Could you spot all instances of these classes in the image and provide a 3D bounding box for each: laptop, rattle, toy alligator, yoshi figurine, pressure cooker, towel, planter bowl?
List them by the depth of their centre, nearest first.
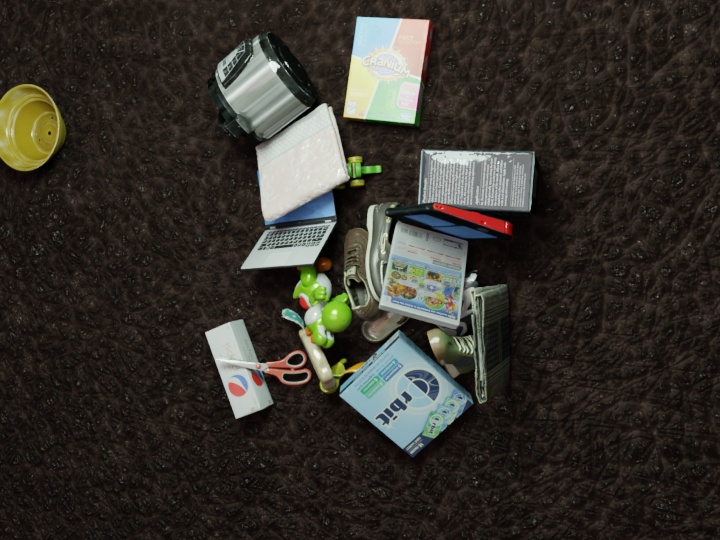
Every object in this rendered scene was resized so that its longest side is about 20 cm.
[{"bbox_3d":[0.234,0.124,1.181,0.034,0.200,0.193,-1,92,25],"label":"towel"},{"bbox_3d":[-0.066,0.052,1.300,0.112,0.112,0.200,-2,60,-19],"label":"yoshi figurine"},{"bbox_3d":[-0.125,-0.218,1.323,0.200,0.032,0.191,-25,61,24],"label":"towel"},{"bbox_3d":[-0.211,-0.356,1.327,0.200,0.176,0.179,-33,83,18],"label":"pressure cooker"},{"bbox_3d":[-0.155,-0.112,1.328,0.187,0.200,0.116,-4,132,32],"label":"laptop"},{"bbox_3d":[-0.058,-0.199,1.344,0.199,0.054,0.059,-3,90,19],"label":"toy alligator"},{"bbox_3d":[-0.064,0.140,1.353,0.143,0.130,0.200,-32,55,6],"label":"rattle"},{"bbox_3d":[-0.769,-0.334,1.563,0.200,0.083,0.201,1,92,19],"label":"planter bowl"}]

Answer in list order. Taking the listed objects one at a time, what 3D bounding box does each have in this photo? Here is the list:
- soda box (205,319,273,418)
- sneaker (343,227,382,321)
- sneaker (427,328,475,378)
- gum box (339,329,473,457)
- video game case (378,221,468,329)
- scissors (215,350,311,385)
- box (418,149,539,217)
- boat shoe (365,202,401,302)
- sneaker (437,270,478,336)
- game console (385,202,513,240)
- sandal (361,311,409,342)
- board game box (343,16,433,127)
[{"bbox_3d":[-0.262,0.213,1.422,0.068,0.064,0.200,-23,85,18],"label":"soda box"},{"bbox_3d":[0.000,0.000,1.299,0.070,0.076,0.200,-21,68,21],"label":"sneaker"},{"bbox_3d":[0.187,0.141,1.208,0.090,0.200,0.067,-22,62,10],"label":"sneaker"},{"bbox_3d":[0.089,0.243,1.279,0.200,0.045,0.170,42,104,-10],"label":"gum box"},{"bbox_3d":[0.118,0.005,1.192,0.143,0.200,0.018,15,141,-2],"label":"video game case"},{"bbox_3d":[-0.204,0.211,1.383,0.199,0.014,0.073,-3,86,-11],"label":"scissors"},{"bbox_3d":[0.220,-0.158,1.203,0.199,0.148,0.107,5,93,19],"label":"box"},{"bbox_3d":[0.051,-0.039,1.280,0.060,0.072,0.202,-11,70,28],"label":"boat shoe"},{"bbox_3d":[0.157,0.028,1.245,0.199,0.079,0.130,43,89,-13],"label":"sneaker"},{"bbox_3d":[0.158,-0.086,1.180,0.176,0.200,0.031,11,87,-22],"label":"game console"},{"bbox_3d":[0.069,0.067,1.310,0.200,0.055,0.082,-46,78,15],"label":"sandal"},{"bbox_3d":[0.055,-0.396,1.307,0.153,0.040,0.201,9,95,18],"label":"board game box"}]
